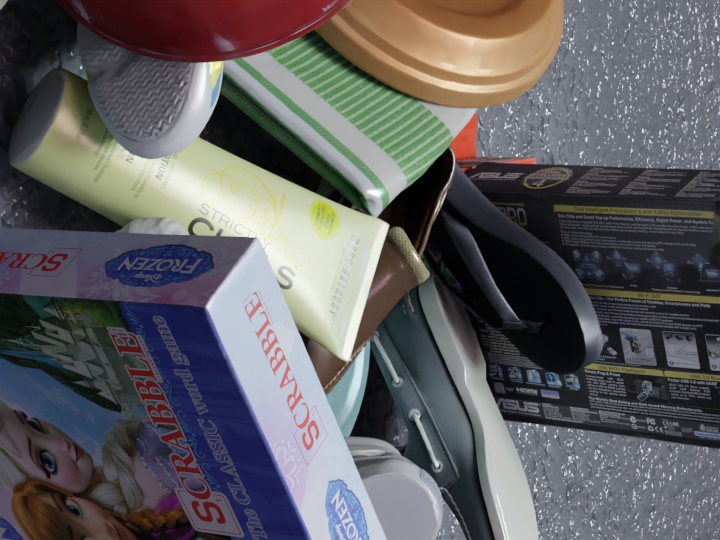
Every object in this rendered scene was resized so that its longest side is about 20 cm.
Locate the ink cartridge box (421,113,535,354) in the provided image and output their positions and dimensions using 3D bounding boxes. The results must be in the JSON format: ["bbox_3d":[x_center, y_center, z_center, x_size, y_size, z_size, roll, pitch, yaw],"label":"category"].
[{"bbox_3d":[0.070,-0.036,1.117,0.109,0.050,0.202,-12,103,-55],"label":"ink cartridge box"}]

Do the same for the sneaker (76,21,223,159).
[{"bbox_3d":[-0.080,-0.130,0.821,0.105,0.075,0.202,42,38,-56],"label":"sneaker"}]

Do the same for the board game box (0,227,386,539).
[{"bbox_3d":[-0.093,0.074,0.679,0.041,0.198,0.201,-52,132,-40],"label":"board game box"}]

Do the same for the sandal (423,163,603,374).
[{"bbox_3d":[0.061,-0.011,1.016,0.043,0.200,0.076,-35,164,-32],"label":"sandal"}]

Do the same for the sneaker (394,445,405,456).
[{"bbox_3d":[0.019,0.191,1.019,0.079,0.095,0.201,60,44,-37],"label":"sneaker"}]

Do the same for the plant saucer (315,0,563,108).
[{"bbox_3d":[0.036,-0.184,0.964,0.199,0.037,0.202,18,53,-25],"label":"plant saucer"}]

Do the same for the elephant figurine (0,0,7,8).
[{"bbox_3d":[-0.181,-0.129,0.637,0.141,0.155,0.202,30,76,-38],"label":"elephant figurine"}]

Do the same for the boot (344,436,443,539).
[{"bbox_3d":[-0.059,0.140,0.885,0.198,0.096,0.074,-14,100,-9],"label":"boot"}]

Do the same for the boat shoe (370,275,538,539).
[{"bbox_3d":[0.054,0.106,1.034,0.073,0.061,0.202,17,53,-67],"label":"boat shoe"}]

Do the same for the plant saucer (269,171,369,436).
[{"bbox_3d":[-0.041,0.046,0.963,0.200,0.038,0.203,-9,100,-56],"label":"plant saucer"}]

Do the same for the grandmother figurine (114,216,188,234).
[{"bbox_3d":[-0.083,0.075,0.793,0.120,0.061,0.202,-14,98,-17],"label":"grandmother figurine"}]

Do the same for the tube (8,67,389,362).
[{"bbox_3d":[-0.071,-0.031,0.831,0.199,0.052,0.058,29,109,-29],"label":"tube"}]

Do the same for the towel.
[{"bbox_3d":[0.002,-0.129,0.952,0.152,0.023,0.200,39,47,1],"label":"towel"}]

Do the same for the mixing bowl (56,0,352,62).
[{"bbox_3d":[-0.076,-0.198,0.707,0.108,0.198,0.202,35,63,-72],"label":"mixing bowl"}]

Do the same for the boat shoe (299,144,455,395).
[{"bbox_3d":[-0.003,-0.004,0.913,0.075,0.074,0.203,53,44,-35],"label":"boat shoe"}]

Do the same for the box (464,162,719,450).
[{"bbox_3d":[0.153,0.020,1.025,0.049,0.199,0.162,-38,121,-43],"label":"box"}]
